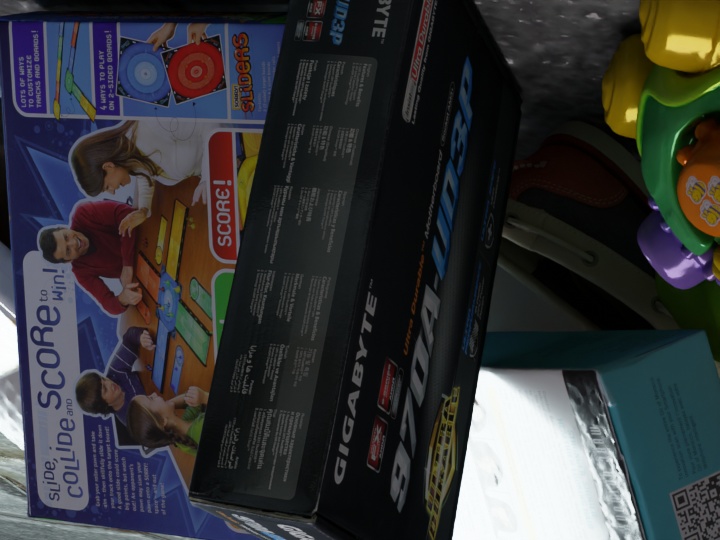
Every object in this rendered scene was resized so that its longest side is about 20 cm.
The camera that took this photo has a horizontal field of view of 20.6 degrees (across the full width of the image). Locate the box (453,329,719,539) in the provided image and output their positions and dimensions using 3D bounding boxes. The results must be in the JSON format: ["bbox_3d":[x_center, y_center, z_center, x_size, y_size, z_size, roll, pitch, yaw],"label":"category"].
[{"bbox_3d":[0.073,0.068,0.782,0.049,0.083,0.200,-19,-174,-23],"label":"box"}]

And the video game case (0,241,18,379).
[{"bbox_3d":[-0.231,-0.025,0.925,0.200,0.023,0.182,44,157,-11],"label":"video game case"}]

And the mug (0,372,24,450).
[{"bbox_3d":[-0.116,0.031,1.047,0.174,0.148,0.201,12,141,12],"label":"mug"}]

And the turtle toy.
[{"bbox_3d":[0.152,-0.027,0.680,0.145,0.102,0.200,10,166,0],"label":"turtle toy"}]

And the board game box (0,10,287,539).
[{"bbox_3d":[-0.071,0.002,0.763,0.135,0.201,0.034,4,-167,24],"label":"board game box"}]

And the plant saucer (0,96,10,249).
[{"bbox_3d":[-0.109,0.006,0.906,0.199,0.029,0.201,25,139,24],"label":"plant saucer"}]

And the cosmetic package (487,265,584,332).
[{"bbox_3d":[0.059,0.029,1.021,0.103,0.074,0.200,13,165,-13],"label":"cosmetic package"}]

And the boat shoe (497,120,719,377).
[{"bbox_3d":[0.130,0.030,0.799,0.200,0.063,0.071,46,154,-2],"label":"boat shoe"}]

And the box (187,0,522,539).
[{"bbox_3d":[0.006,0.002,0.696,0.046,0.201,0.159,6,164,19],"label":"box"}]
